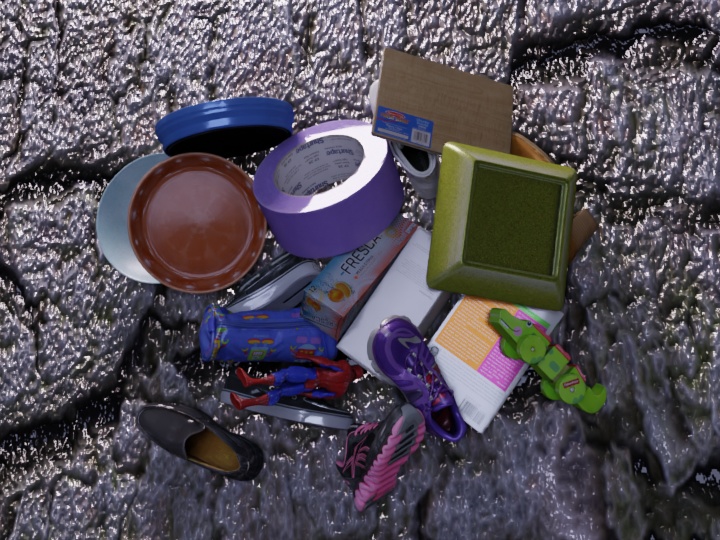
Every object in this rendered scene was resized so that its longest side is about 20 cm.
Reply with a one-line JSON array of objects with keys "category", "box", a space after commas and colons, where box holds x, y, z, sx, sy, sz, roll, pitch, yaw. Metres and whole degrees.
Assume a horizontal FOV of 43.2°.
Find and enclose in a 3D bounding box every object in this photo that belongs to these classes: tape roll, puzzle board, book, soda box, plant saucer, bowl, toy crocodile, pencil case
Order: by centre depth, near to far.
[{"category": "plant saucer", "box": [0.198, -0.062, 1.203, 0.198, 0.048, 0.202, 10, 81, -12]}, {"category": "toy crocodile", "box": [0.248, 0.119, 1.210, 0.200, 0.067, 0.062, 45, 80, -6]}, {"category": "soda box", "box": [0.000, 0.000, 1.254, 0.068, 0.064, 0.200, 32, 54, 13]}, {"category": "pencil case", "box": [-0.121, 0.086, 1.254, 0.198, 0.087, 0.079, 1, 59, -18]}, {"category": "puzzle board", "box": [0.116, -0.221, 1.262, 0.198, 0.017, 0.152, 14, 62, -10]}, {"category": "book", "box": [0.172, 0.106, 1.262, 0.133, 0.048, 0.201, 36, 86, 10]}, {"category": "tape roll", "box": [-0.044, -0.116, 1.268, 0.198, 0.085, 0.201, -13, 42, 12]}, {"category": "bowl", "box": [-0.191, -0.199, 1.300, 0.198, 0.201, 0.040, -10, 85, 6]}, {"category": "plant saucer", "box": [-0.234, -0.068, 1.311, 0.198, 0.032, 0.203, -1, 95, -7]}, {"category": "plant saucer", "box": [-0.298, -0.076, 1.373, 0.199, 0.039, 0.203, -2, 78, 9]}]

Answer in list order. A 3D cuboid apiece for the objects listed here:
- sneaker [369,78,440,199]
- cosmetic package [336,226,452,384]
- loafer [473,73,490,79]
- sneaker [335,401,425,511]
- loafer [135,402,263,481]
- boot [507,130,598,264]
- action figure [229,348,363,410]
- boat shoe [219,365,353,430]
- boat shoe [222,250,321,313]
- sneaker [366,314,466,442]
[{"category": "sneaker", "box": [0.064, -0.210, 1.306, 0.073, 0.116, 0.201, -28, 75, 4]}, {"category": "cosmetic package", "box": [0.061, 0.053, 1.257, 0.085, 0.108, 0.201, 35, 84, 12]}, {"category": "loafer", "box": [0.163, -0.193, 1.310, 0.074, 0.070, 0.202, 4, 79, 9]}, {"category": "sneaker", "box": [0.017, 0.231, 1.204, 0.079, 0.201, 0.096, -15, 53, -38]}, {"category": "loafer", "box": [-0.234, 0.236, 1.282, 0.198, 0.072, 0.073, 18, 83, 12]}, {"category": "boot", "box": [0.223, -0.083, 1.272, 0.144, 0.071, 0.202, -39, 84, -11]}, {"category": "action figure", "box": [-0.078, 0.146, 1.224, 0.052, 0.198, 0.066, 41, 124, 47]}, {"category": "boat shoe", "box": [-0.102, 0.180, 1.277, 0.198, 0.069, 0.057, 12, 80, 13]}, {"category": "boat shoe", "box": [-0.146, 0.039, 1.319, 0.199, 0.072, 0.071, -32, 53, 2]}, {"category": "sneaker", "box": [0.083, 0.140, 1.171, 0.081, 0.083, 0.201, -42, 116, -14]}]
